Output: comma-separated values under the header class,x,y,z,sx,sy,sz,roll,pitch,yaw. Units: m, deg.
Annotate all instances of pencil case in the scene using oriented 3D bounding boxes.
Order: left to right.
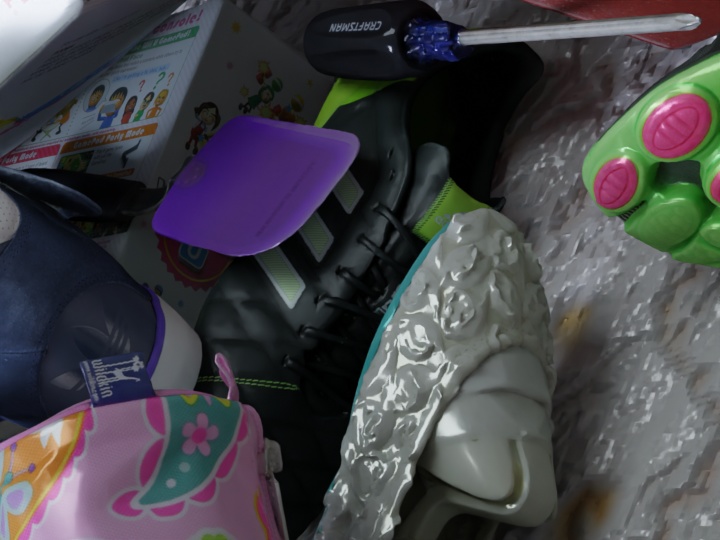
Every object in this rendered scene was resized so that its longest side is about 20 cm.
class,x,y,z,sx,sy,sz,roll,pitch,yaw
pencil case,-0.040,0.126,0.776,0.087,0.087,0.200,-30,71,35

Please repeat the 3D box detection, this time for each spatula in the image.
class,x,y,z,sx,sy,sz,roll,pitch,yaw
spatula,-0.074,-0.027,0.996,0.200,0.021,0.057,-1,47,55

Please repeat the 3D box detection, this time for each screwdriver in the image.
class,x,y,z,sx,sy,sz,roll,pitch,yaw
screwdriver,0.039,-0.071,0.893,0.029,0.028,0.200,-41,22,-20

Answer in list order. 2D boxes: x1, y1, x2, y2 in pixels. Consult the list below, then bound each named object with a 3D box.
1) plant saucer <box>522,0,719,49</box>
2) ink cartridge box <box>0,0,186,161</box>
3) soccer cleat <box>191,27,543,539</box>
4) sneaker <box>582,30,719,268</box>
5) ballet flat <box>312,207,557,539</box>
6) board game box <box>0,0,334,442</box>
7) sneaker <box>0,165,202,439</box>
class,x,y,z,sx,sy,sz,roll,pitch,yaw
plant saucer,0.013,-0.130,0.938,0.200,0.200,0.037,46,118,59
ink cartridge box,-0.160,-0.113,1.017,0.200,0.145,0.145,-36,0,34
soccer cleat,0.000,0.000,0.946,0.081,0.068,0.200,-11,49,49
sneaker,0.149,-0.073,0.818,0.200,0.077,0.084,-38,17,21
ballet flat,0.022,0.082,0.845,0.072,0.072,0.200,12,76,57
board game box,-0.107,0.005,1.090,0.147,0.064,0.200,-7,56,50
sneaker,-0.150,-0.004,0.951,0.081,0.146,0.200,-60,28,-9
